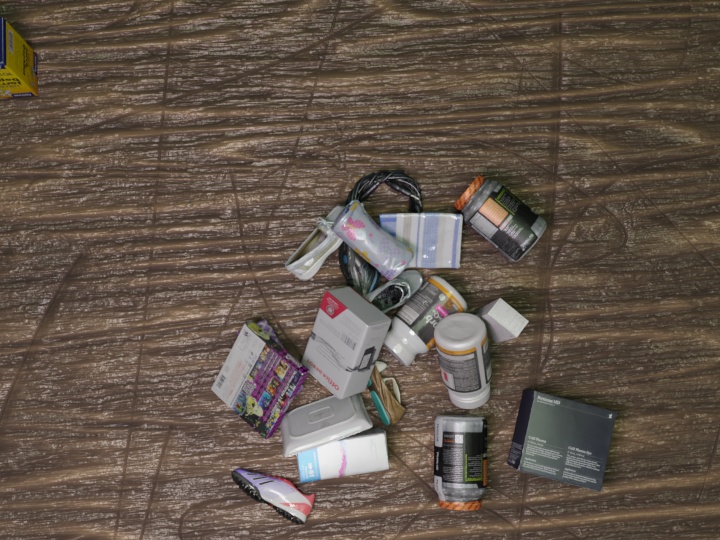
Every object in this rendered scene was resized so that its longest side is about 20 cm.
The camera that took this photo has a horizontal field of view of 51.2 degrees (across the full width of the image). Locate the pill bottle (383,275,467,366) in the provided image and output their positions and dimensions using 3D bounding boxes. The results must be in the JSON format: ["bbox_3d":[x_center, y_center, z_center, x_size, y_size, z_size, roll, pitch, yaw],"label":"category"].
[{"bbox_3d":[0.143,0.119,1.740,0.116,0.116,0.200,43,83,3],"label":"pill bottle"}]

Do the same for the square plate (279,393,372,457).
[{"bbox_3d":[-0.083,0.329,1.665,0.198,0.198,0.029,-19,104,-5],"label":"square plate"}]

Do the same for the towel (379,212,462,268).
[{"bbox_3d":[0.141,-0.068,1.771,0.198,0.024,0.148,1,120,-1],"label":"towel"}]

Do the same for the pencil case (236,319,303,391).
[{"bbox_3d":[-0.207,0.213,1.734,0.084,0.085,0.201,-23,83,-42],"label":"pencil case"}]

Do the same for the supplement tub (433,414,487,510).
[{"bbox_3d":[0.226,0.431,1.702,0.121,0.123,0.202,2,82,-2],"label":"supplement tub"}]

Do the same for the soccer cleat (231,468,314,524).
[{"bbox_3d":[-0.199,0.497,1.710,0.199,0.068,0.073,30,59,5],"label":"soccer cleat"}]

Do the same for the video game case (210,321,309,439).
[{"bbox_3d":[-0.227,0.245,1.680,0.181,0.036,0.201,37,114,18],"label":"video game case"}]

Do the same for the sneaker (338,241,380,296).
[{"bbox_3d":[0.000,0.000,1.781,0.081,0.073,0.202,-8,88,-21],"label":"sneaker"}]

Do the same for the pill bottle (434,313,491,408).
[{"bbox_3d":[0.234,0.205,1.685,0.115,0.117,0.201,-16,124,-5],"label":"pill bottle"}]

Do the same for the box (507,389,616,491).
[{"bbox_3d":[0.461,0.386,1.728,0.198,0.104,0.184,15,83,-1],"label":"box"}]

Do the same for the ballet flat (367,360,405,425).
[{"bbox_3d":[0.043,0.260,1.749,0.072,0.068,0.201,-29,83,-26],"label":"ballet flat"}]

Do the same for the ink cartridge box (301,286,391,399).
[{"bbox_3d":[-0.034,0.160,1.674,0.145,0.083,0.201,37,120,33],"label":"ink cartridge box"}]

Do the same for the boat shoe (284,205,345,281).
[{"bbox_3d":[-0.097,-0.071,1.764,0.202,0.074,0.065,-52,129,1],"label":"boat shoe"}]

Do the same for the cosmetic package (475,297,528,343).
[{"bbox_3d":[0.311,0.116,1.706,0.082,0.200,0.051,41,81,3],"label":"cosmetic package"}]

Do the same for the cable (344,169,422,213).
[{"bbox_3d":[0.051,-0.159,1.803,0.198,0.051,0.165,-6,85,-2],"label":"cable"}]

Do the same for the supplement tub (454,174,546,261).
[{"bbox_3d":[0.326,-0.126,1.770,0.200,0.123,0.123,41,83,3],"label":"supplement tub"}]

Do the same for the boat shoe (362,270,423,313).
[{"bbox_3d":[0.080,0.056,1.738,0.200,0.071,0.071,-28,100,-31],"label":"boat shoe"}]

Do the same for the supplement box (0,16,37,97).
[{"bbox_3d":[-0.832,-0.485,1.728,0.108,0.200,0.111,-3,83,-3],"label":"supplement box"}]

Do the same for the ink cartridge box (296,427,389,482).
[{"bbox_3d":[-0.040,0.409,1.680,0.198,0.145,0.085,-9,83,-3],"label":"ink cartridge box"}]

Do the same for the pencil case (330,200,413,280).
[{"bbox_3d":[0.027,-0.069,1.718,0.200,0.083,0.091,42,70,-10],"label":"pencil case"}]
